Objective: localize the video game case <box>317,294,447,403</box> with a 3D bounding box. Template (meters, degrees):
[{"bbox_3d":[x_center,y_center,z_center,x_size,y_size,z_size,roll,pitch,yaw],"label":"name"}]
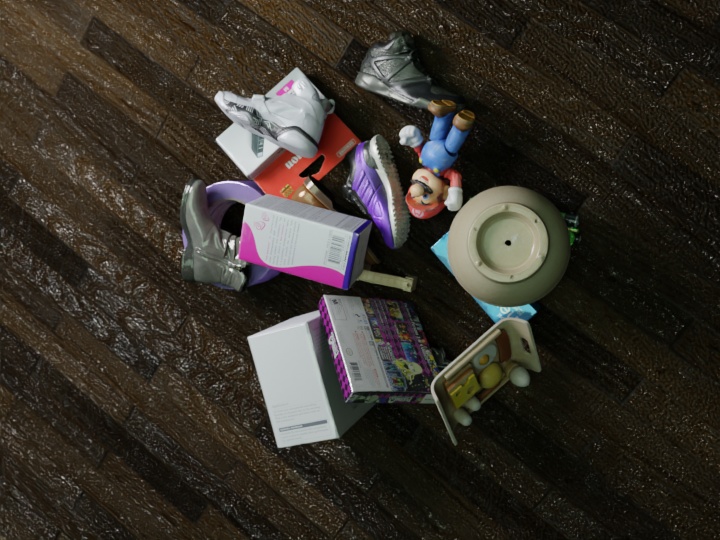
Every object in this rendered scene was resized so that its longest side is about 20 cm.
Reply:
[{"bbox_3d":[0.035,0.131,1.265,0.036,0.181,0.200,-59,38,39],"label":"video game case"}]

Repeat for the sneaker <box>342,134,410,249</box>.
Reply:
[{"bbox_3d":[0.021,-0.130,1.342,0.099,0.070,0.201,-14,88,27],"label":"sneaker"}]

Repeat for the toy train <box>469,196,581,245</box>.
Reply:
[{"bbox_3d":[0.272,-0.085,1.272,0.199,0.042,0.057,12,90,17],"label":"toy train"}]

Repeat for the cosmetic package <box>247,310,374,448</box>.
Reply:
[{"bbox_3d":[-0.082,0.180,1.340,0.123,0.199,0.201,-14,92,20],"label":"cosmetic package"}]

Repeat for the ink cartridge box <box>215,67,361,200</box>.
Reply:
[{"bbox_3d":[-0.128,-0.233,1.355,0.200,0.044,0.174,-42,81,-2],"label":"ink cartridge box"}]

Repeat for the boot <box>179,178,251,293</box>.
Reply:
[{"bbox_3d":[-0.251,-0.063,1.360,0.130,0.068,0.201,7,106,14],"label":"boot"}]

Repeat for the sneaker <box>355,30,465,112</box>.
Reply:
[{"bbox_3d":[0.094,-0.338,1.282,0.199,0.076,0.115,26,111,20],"label":"sneaker"}]

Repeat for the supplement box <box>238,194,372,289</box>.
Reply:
[{"bbox_3d":[-0.093,-0.052,1.282,0.199,0.103,0.101,16,109,10],"label":"supplement box"}]

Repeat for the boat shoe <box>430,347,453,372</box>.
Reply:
[{"bbox_3d":[0.136,0.170,1.341,0.199,0.072,0.071,15,93,6],"label":"boat shoe"}]

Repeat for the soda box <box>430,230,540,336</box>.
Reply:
[{"bbox_3d":[0.214,0.012,1.290,0.068,0.064,0.200,-43,83,19],"label":"soda box"}]

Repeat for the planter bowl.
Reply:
[{"bbox_3d":[0.230,-0.041,1.182,0.200,0.135,0.201,0,88,12],"label":"planter bowl"}]

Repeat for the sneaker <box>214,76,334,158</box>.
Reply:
[{"bbox_3d":[-0.144,-0.285,1.307,0.200,0.075,0.115,28,84,2],"label":"sneaker"}]

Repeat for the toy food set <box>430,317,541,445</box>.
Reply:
[{"bbox_3d":[0.209,0.184,1.235,0.200,0.144,0.060,-39,46,-13],"label":"toy food set"}]

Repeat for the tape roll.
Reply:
[{"bbox_3d":[-0.227,-0.069,1.422,0.199,0.085,0.201,2,97,18],"label":"tape roll"}]

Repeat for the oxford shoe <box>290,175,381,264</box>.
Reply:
[{"bbox_3d":[-0.043,-0.076,1.354,0.200,0.071,0.071,45,103,-5],"label":"oxford shoe"}]

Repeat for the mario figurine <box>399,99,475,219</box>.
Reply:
[{"bbox_3d":[0.119,-0.172,1.248,0.106,0.124,0.200,3,124,-18],"label":"mario figurine"}]

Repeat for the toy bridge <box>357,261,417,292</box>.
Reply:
[{"bbox_3d":[0.000,0.000,1.361,0.199,0.067,0.027,17,102,16],"label":"toy bridge"}]
